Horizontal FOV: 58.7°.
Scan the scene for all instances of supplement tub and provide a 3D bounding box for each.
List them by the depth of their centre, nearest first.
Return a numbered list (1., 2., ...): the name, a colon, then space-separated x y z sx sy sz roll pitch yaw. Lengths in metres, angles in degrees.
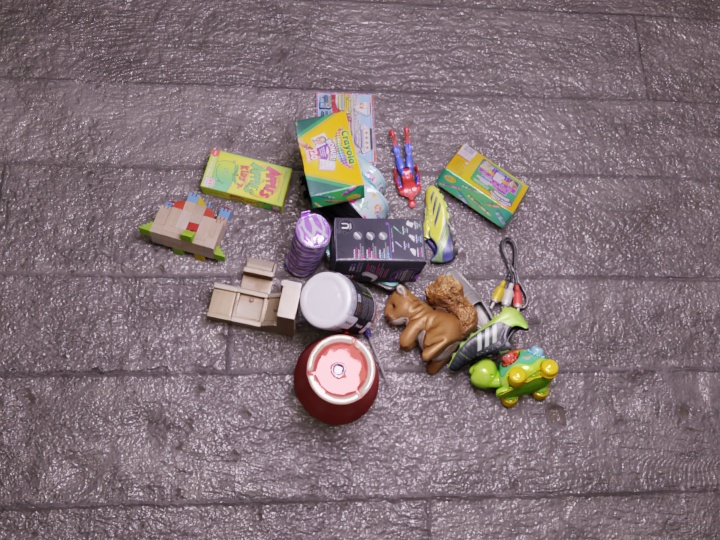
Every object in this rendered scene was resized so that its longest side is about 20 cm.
1. supplement tub: -0.039 0.077 1.390 0.122 0.200 0.123 -4 77 20

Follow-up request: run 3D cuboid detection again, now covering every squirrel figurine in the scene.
1. squirrel figurine: 0.157 0.099 1.456 0.200 0.142 0.187 -43 64 1

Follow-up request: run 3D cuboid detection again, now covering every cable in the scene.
1. cable: 0.370 0.014 1.543 0.097 0.050 0.201 14 74 -2

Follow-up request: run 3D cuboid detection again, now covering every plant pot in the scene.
1. plant pot: -0.048 0.224 1.374 0.199 0.177 0.202 1 74 -5

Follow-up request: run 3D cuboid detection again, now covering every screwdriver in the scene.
1. screwdriver: 0.026 0.171 1.479 0.028 0.029 0.201 -19 80 -11

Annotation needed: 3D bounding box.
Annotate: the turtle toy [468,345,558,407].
1. turtle toy: 0.346 0.232 1.442 0.199 0.146 0.102 -11 55 -6

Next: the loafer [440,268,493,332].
1. loafer: 0.260 0.077 1.503 0.070 0.070 0.200 -33 80 -14

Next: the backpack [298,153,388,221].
1. backpack: -0.022 -0.175 1.493 0.151 0.178 0.200 -43 74 -14

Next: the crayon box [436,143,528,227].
1. crayon box: 0.300 -0.210 1.572 0.200 0.058 0.119 35 53 4

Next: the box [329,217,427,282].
1. box: 0.035 -0.044 1.418 0.199 0.122 0.107 0 67 -9

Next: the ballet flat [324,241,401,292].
1. ballet flat: 0.000 0.000 1.500 0.199 0.068 0.068 29 71 4

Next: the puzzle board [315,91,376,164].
1. puzzle board: -0.037 -0.366 1.632 0.150 0.017 0.201 -1 74 -6

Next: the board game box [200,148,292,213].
1. board game box: -0.273 -0.216 1.548 0.199 0.048 0.102 14 72 -2

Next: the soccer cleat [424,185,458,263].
1. soccer cleat: 0.180 -0.113 1.556 0.083 0.065 0.201 -13 73 2

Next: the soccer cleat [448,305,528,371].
1. soccer cleat: 0.283 0.165 1.422 0.200 0.068 0.081 -42 65 2

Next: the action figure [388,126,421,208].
1. action figure: 0.114 -0.253 1.598 0.065 0.052 0.201 -8 79 -2

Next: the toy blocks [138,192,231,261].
1. toy blocks: -0.392 -0.115 1.492 0.199 0.100 0.137 15 61 -2

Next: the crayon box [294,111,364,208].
1. crayon box: -0.068 -0.242 1.394 0.118 0.058 0.201 -12 66 -4

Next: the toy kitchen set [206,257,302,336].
1. toy kitchen set: -0.226 0.032 1.411 0.199 0.181 0.164 11 72 -3

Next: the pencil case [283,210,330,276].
1. pencil case: -0.120 -0.055 1.442 0.083 0.200 0.086 -12 73 -20
